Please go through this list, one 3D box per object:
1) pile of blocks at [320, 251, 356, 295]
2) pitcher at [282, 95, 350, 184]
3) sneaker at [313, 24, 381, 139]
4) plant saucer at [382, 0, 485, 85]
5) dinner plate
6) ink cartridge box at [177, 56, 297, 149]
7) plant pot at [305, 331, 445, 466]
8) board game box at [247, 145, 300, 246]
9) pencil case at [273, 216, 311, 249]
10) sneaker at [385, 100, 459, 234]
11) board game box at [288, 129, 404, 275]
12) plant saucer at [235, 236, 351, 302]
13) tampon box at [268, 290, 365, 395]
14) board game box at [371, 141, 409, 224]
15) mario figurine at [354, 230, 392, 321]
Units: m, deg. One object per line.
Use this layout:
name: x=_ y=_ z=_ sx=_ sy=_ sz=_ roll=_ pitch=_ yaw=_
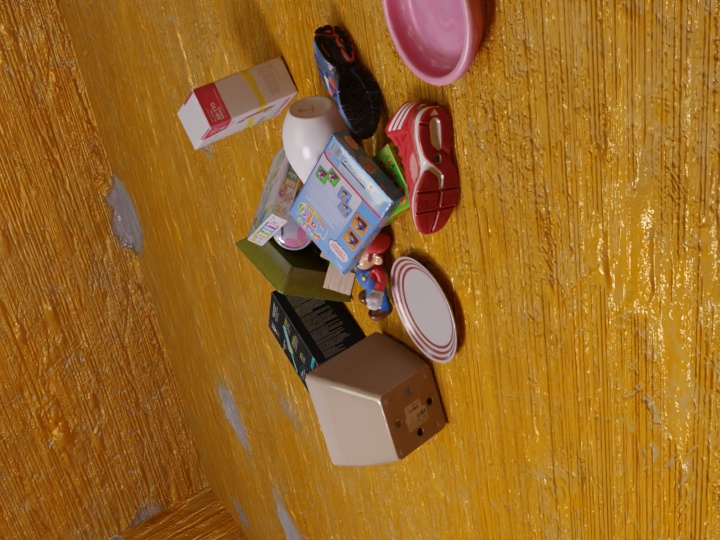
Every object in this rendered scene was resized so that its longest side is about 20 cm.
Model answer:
pile of blocks: x=-0.041 y=-0.055 z=1.783 sx=0.062 sy=0.081 sz=0.202 roll=-37 pitch=-62 yaw=-71
pitcher: x=-0.069 y=-0.189 z=1.599 sx=0.172 sy=0.120 sz=0.202 roll=-103 pitch=2 yaw=-52
sneaker: x=-0.022 y=-0.306 z=1.496 sx=0.078 sy=0.075 sz=0.202 roll=118 pitch=133 yaw=-71
plant saucer: x=0.101 y=-0.352 z=1.206 sx=0.201 sy=0.050 sz=0.202 roll=45 pitch=148 yaw=38
dinner plate: x=0.116 y=0.067 z=1.590 sx=0.200 sy=0.024 sz=0.202 roll=45 pitch=148 yaw=39
ink cartridge box: x=-0.239 y=-0.325 z=1.757 sx=0.084 sy=0.199 sz=0.145 roll=63 pitch=156 yaw=-1
plant pot: x=0.045 y=0.255 z=1.724 sx=0.176 sy=0.199 sz=0.202 roll=3 pitch=115 yaw=51
board game box: x=-0.155 y=-0.162 z=1.753 sx=0.134 sy=0.034 sz=0.202 roll=-36 pitch=35 yaw=57
pencil case: x=-0.151 y=-0.101 z=1.855 sx=0.200 sy=0.090 sz=0.084 roll=-136 pitch=56 yaw=-70
sneaker: x=0.092 y=-0.165 z=1.390 sx=0.116 sy=0.078 sz=0.202 roll=-136 pitch=43 yaw=-56
board game box: x=-0.028 y=-0.110 z=1.501 sx=0.152 sy=0.036 sz=0.200 roll=49 pitch=135 yaw=12
plant saucer: x=-0.131 y=-0.014 z=1.877 sx=0.200 sy=0.199 sz=0.048 roll=43 pitch=114 yaw=41
tampon box: x=-0.099 y=0.135 z=1.972 sx=0.201 sy=0.125 sz=0.150 roll=55 pitch=155 yaw=24
board game box: x=0.047 y=-0.141 z=1.513 sx=0.102 sy=0.047 sz=0.200 roll=65 pitch=157 yaw=2
mario figurine: x=0.000 y=0.000 z=1.662 sx=0.122 sy=0.106 sz=0.201 roll=16 pitch=136 yaw=30
